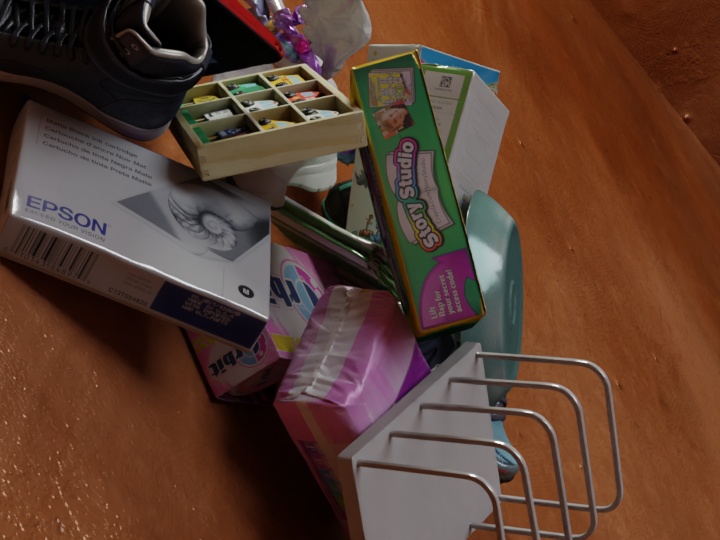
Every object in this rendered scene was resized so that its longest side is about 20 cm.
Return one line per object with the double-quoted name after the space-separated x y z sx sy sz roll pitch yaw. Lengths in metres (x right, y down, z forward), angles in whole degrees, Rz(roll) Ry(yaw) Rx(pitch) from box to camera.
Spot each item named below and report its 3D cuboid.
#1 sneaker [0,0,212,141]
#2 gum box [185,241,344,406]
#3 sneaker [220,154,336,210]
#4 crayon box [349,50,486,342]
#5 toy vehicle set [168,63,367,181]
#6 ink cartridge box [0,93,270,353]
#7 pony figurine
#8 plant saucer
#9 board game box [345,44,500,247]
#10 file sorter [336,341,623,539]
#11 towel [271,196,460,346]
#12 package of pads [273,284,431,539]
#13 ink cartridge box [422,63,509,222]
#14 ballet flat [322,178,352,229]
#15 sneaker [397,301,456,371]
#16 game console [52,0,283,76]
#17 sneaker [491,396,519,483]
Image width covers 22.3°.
-0.200 -0.175 1.270 0.201 0.146 0.077 23 64 -17 "sneaker"
-0.063 0.044 1.452 0.200 0.066 0.114 16 45 -62 "gum box"
-0.072 -0.105 1.508 0.074 0.088 0.200 22 20 15 "sneaker"
0.043 -0.051 1.399 0.173 0.058 0.201 101 -26 -85 "crayon box"
-0.079 -0.116 1.394 0.200 0.124 0.027 -131 -150 -68 "toy vehicle set"
-0.157 -0.049 1.304 0.199 0.041 0.201 22 32 -20 "ink cartridge box"
-0.057 -0.197 1.748 0.193 0.166 0.200 50 4 -42 "pony figurine"
0.119 0.029 1.605 0.200 0.036 0.201 1 90 -78 "plant saucer"
0.060 -0.103 1.730 0.147 0.064 0.201 7 88 -55 "board game box"
0.093 0.159 1.329 0.200 0.124 0.140 -36 122 -51 "file sorter"
0.000 0.000 1.583 0.152 0.023 0.200 28 -9 35 "towel"
0.012 0.119 1.385 0.121 0.075 0.201 -63 141 -37 "package of pads"
0.069 -0.072 1.629 0.104 0.059 0.201 36 66 -62 "ink cartridge box"
0.043 -0.034 1.820 0.200 0.068 0.068 36 28 -47 "ballet flat"
0.055 0.108 1.562 0.200 0.070 0.109 59 26 -60 "sneaker"
-0.181 -0.189 1.354 0.177 0.199 0.031 42 54 -42 "game console"
0.104 0.103 1.719 0.201 0.095 0.079 60 20 8 "sneaker"
